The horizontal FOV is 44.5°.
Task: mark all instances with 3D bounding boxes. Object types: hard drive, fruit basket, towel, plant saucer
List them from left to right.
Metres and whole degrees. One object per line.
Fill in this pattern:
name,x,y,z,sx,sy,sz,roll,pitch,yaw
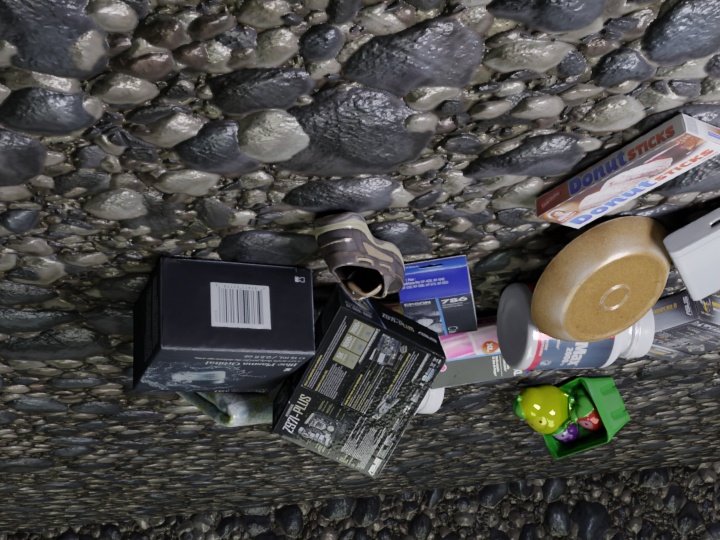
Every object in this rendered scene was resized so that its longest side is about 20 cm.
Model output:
towel,-0.179,0.173,1.298,0.169,0.049,0.198,-3,-161,-44
fruit basket,0.410,0.297,1.792,0.212,0.158,0.216,-21,166,-5
plant saucer,0.308,0.024,1.096,0.197,0.036,0.202,-13,134,-14
hard drive,0.456,-0.029,1.095,0.131,0.027,0.199,-31,151,16

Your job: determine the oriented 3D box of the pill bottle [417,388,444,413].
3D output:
pill bottle,0.037,0.194,1.475,0.197,0.113,0.111,7,156,-27

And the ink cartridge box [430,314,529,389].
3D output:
ink cartridge box,0.196,0.120,1.348,0.196,0.096,0.037,-10,-158,1

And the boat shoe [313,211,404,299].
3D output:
boat shoe,0.000,0.000,1.038,0.073,0.075,0.200,-14,156,22

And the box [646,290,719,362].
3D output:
box,0.517,0.092,1.417,0.198,0.049,0.157,14,152,-39

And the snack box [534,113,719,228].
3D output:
snack box,0.277,-0.099,0.923,0.071,0.025,0.199,9,154,-34

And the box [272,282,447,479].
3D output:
box,-0.005,0.149,1.177,0.162,0.086,0.202,25,106,-13

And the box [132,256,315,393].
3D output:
box,-0.181,0.078,1.134,0.193,0.120,0.200,5,157,-23

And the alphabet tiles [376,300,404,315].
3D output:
alphabet tiles,0.055,0.076,1.330,0.196,0.006,0.167,-3,157,-6

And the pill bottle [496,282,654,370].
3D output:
pill bottle,0.302,0.077,1.235,0.196,0.122,0.120,0,158,-14

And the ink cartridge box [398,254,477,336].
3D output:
ink cartridge box,0.106,0.041,1.202,0.098,0.040,0.200,-8,155,9
